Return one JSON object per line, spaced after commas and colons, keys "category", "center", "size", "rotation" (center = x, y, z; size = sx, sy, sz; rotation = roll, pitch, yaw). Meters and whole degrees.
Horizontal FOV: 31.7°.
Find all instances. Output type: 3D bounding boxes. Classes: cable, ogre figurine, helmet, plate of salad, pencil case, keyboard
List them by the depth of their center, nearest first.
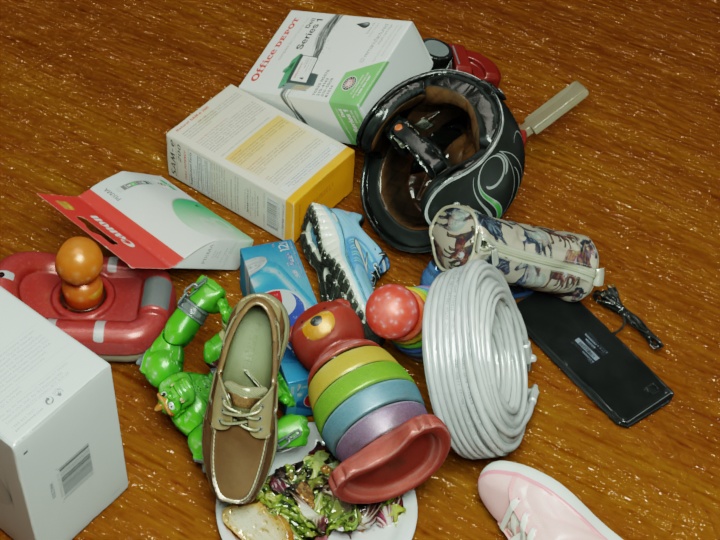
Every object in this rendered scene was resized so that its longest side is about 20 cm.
{"category": "plate of salad", "center": [-0.042, 0.225, 1.247], "size": [0.199, 0.048, 0.201], "rotation": [2, 46, -2]}
{"category": "cable", "center": [0.119, 0.089, 1.284], "size": [0.069, 0.201, 0.200], "rotation": [-9, 24, 21]}
{"category": "ogre figurine", "center": [-0.146, 0.117, 1.285], "size": [0.120, 0.098, 0.200], "rotation": [-36, 91, 4]}
{"category": "pencil case", "center": [0.174, -0.017, 1.392], "size": [0.199, 0.078, 0.089], "rotation": [12, 15, -33]}
{"category": "keyboard", "center": [0.272, 0.082, 1.426], "size": [0.127, 0.021, 0.200], "rotation": [-29, 56, -20]}
{"category": "helmet", "center": [0.093, -0.120, 1.476], "size": [0.199, 0.191, 0.201], "rotation": [-3, 63, 6]}

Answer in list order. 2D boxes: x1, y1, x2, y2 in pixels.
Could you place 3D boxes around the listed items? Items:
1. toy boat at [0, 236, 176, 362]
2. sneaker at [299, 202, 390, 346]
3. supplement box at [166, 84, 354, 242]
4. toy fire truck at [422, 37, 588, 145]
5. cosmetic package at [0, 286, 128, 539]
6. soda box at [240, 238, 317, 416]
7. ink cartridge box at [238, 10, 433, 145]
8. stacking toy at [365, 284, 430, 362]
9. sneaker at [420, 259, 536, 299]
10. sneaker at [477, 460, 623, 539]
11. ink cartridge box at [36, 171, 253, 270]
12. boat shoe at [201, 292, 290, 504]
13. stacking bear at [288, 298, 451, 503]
{"category": "toy boat", "center": [-0.301, 0.017, 1.364], "size": [0.199, 0.131, 0.131], "rotation": [2, 46, -3]}
{"category": "sneaker", "center": [0.000, 0.000, 1.443], "size": [0.090, 0.078, 0.200], "rotation": [-2, 52, -23]}
{"category": "supplement box", "center": [-0.123, -0.132, 1.557], "size": [0.200, 0.074, 0.126], "rotation": [30, 52, 22]}
{"category": "toy fire truck", "center": [0.172, -0.220, 1.643], "size": [0.199, 0.129, 0.176], "rotation": [4, 45, -17]}
{"category": "cosmetic package", "center": [-0.337, 0.134, 1.204], "size": [0.200, 0.200, 0.123], "rotation": [31, 52, 22]}
{"category": "soda box", "center": [-0.078, 0.061, 1.383], "size": [0.064, 0.068, 0.200], "rotation": [-11, 49, -15]}
{"category": "ink cartridge box", "center": [-0.033, -0.244, 1.600], "size": [0.199, 0.084, 0.146], "rotation": [13, 61, 35]}
{"category": "stacking toy", "center": [0.049, 0.050, 1.312], "size": [0.085, 0.200, 0.086], "rotation": [-2, 84, 17]}
{"category": "sneaker", "center": [0.160, -0.010, 1.464], "size": [0.199, 0.079, 0.066], "rotation": [-18, 49, -22]}
{"category": "sneaker", "center": [0.175, 0.268, 1.203], "size": [0.200, 0.076, 0.105], "rotation": [36, 49, 21]}
{"category": "ink cartridge box", "center": [-0.238, -0.059, 1.424], "size": [0.161, 0.050, 0.200], "rotation": [34, 13, 24]}
{"category": "boat shoe", "center": [-0.112, 0.119, 1.199], "size": [0.075, 0.074, 0.201], "rotation": [6, 86, 1]}
{"category": "stacking bear", "center": [-0.005, 0.115, 1.240], "size": [0.121, 0.114, 0.200], "rotation": [-33, 59, 4]}
